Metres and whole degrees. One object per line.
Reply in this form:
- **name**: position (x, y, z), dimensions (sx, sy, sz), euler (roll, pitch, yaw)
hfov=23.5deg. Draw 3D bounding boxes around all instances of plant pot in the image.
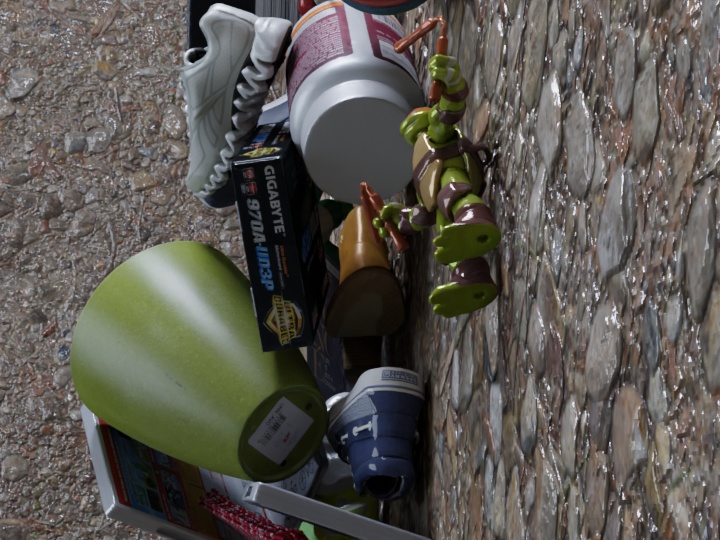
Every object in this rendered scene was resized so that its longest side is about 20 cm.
- **plant pot**: position (-0.123, 0.099, 1.510), dimensions (0.200, 0.187, 0.187), euler (34, 129, 45)

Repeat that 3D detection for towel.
- **towel**: position (-0.051, 0.249, 1.501), dimensions (0.022, 0.145, 0.200), euler (-55, 24, -12)

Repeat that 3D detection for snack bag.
- **snack bag**: position (-0.079, 0.143, 1.647), dimensions (0.189, 0.021, 0.200), euler (112, 148, -53)

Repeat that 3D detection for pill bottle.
- **pill bottle**: position (-0.005, -0.142, 1.455), dimensions (0.200, 0.114, 0.114), euler (-98, 11, -60)

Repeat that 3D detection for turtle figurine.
- **turtle figurine**: position (0.052, -0.049, 1.125), dimensions (0.200, 0.064, 0.161), euler (109, 156, -43)

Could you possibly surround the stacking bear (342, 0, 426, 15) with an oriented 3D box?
- **stacking bear**: position (0.020, -0.251, 1.328), dimensions (0.200, 0.121, 0.114), euler (-56, -24, -84)

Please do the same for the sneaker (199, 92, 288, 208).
- **sneaker**: position (-0.067, -0.119, 1.725), dimensions (0.077, 0.202, 0.146), euler (55, 174, -29)

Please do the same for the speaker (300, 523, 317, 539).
- **speaker**: position (-0.046, 0.314, 1.845), dimensions (0.089, 0.088, 0.200), euler (99, 171, -49)

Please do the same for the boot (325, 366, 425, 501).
- **boot**: position (0.007, 0.153, 1.440), dimensions (0.200, 0.073, 0.090), euler (108, 168, -67)

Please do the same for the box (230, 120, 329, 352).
- **box**: position (-0.065, -0.035, 1.469), dimensions (0.200, 0.046, 0.159), euler (-76, -22, -77)

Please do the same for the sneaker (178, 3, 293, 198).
- **sneaker**: position (-0.124, -0.150, 1.516), dimensions (0.075, 0.081, 0.200), euler (-71, 5, -51)

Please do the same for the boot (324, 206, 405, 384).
- **boot**: position (0.001, 0.000, 1.571), dimensions (0.201, 0.071, 0.144), euler (94, 175, -60)

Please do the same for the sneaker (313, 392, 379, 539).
- **sneaker**: position (-0.016, 0.220, 1.647), dimensions (0.105, 0.076, 0.200), euler (116, 155, -77)

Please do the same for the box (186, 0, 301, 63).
- **box**: position (-0.084, -0.279, 1.845), dimensions (0.182, 0.200, 0.104), euler (-110, 22, -76)

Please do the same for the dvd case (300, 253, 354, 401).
- **dvd case**: position (-0.026, 0.081, 1.727), dimensions (0.149, 0.016, 0.200), euler (45, -144, -54)

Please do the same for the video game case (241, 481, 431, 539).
- **video game case**: position (-0.024, 0.203, 1.413), dimensions (0.200, 0.143, 0.018), euler (130, 158, -81)

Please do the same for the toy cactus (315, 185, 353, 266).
- **toy cactus**: position (-0.050, -0.059, 1.824), dimensions (0.165, 0.102, 0.200), euler (-41, -46, -70)

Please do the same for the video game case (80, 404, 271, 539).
- **video game case**: position (-0.163, 0.203, 1.604), dimensions (0.017, 0.200, 0.143), euler (-48, 37, 19)

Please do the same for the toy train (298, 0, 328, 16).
- **toy train**: position (-0.004, -0.281, 1.597), dimensions (0.200, 0.085, 0.116), euler (75, -151, -80)
